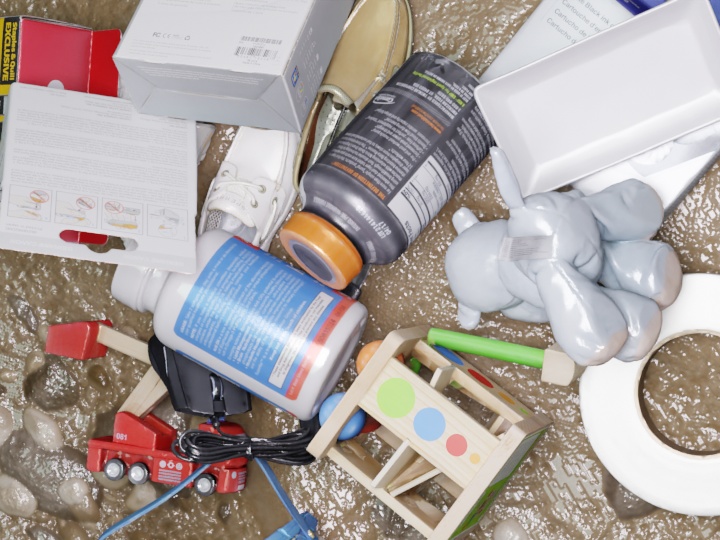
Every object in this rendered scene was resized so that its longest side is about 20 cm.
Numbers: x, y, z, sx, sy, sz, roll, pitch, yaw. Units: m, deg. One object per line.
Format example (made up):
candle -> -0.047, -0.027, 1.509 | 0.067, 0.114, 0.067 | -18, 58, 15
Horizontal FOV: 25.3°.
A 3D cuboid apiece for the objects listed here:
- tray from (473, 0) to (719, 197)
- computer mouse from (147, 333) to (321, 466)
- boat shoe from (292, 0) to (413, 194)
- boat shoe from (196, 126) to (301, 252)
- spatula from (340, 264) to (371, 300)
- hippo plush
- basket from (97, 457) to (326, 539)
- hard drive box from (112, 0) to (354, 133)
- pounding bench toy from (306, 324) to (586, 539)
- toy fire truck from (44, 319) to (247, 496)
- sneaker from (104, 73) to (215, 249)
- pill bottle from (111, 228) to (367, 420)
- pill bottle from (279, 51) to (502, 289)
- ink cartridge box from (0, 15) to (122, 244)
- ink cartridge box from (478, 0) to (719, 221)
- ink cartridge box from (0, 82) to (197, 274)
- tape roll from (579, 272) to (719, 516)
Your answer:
tray -> 0.202, -0.142, 1.296 | 0.200, 0.022, 0.108 | -23, 108, 14
computer mouse -> -0.105, 0.097, 1.395 | 0.140, 0.200, 0.046 | 6, 118, -20
boat shoe -> -0.009, -0.154, 1.392 | 0.072, 0.076, 0.200 | 18, 94, 19
boat shoe -> -0.104, -0.057, 1.426 | 0.071, 0.069, 0.200 | 17, 96, 16
spatula -> 0.000, 0.000, 1.418 | 0.056, 0.021, 0.200 | 33, 102, 27
hippo plush -> 0.141, 0.011, 1.287 | 0.161, 0.200, 0.160 | -24, 65, 51
basket -> -0.112, 0.269, 1.386 | 0.176, 0.139, 0.200 | -34, 100, 13
hard drive box -> -0.097, -0.224, 1.367 | 0.156, 0.077, 0.200 | 9, 58, 19
pounding bench toy -> 0.075, 0.103, 1.342 | 0.156, 0.124, 0.200 | 38, 101, 14
toy fire truck -> -0.193, 0.123, 1.466 | 0.200, 0.049, 0.141 | 7, 92, 17
sneaker -> -0.175, -0.097, 1.449 | 0.092, 0.076, 0.200 | -5, 91, 12
pill bottle -> -0.104, 0.033, 1.348 | 0.200, 0.112, 0.112 | 29, 99, 7
pill bottle -> 0.021, -0.078, 1.328 | 0.106, 0.106, 0.200 | 37, 72, 14
ink cartridge box -> -0.303, -0.125, 1.447 | 0.175, 0.084, 0.200 | 4, 91, 44
ink cartridge box -> 0.225, -0.160, 1.337 | 0.200, 0.041, 0.200 | 41, 102, 13
ink cartridge box -> -0.218, -0.067, 1.326 | 0.162, 0.057, 0.200 | 8, 49, -15
tape roll -> 0.282, 0.101, 1.322 | 0.202, 0.037, 0.203 | 0, 89, 17
